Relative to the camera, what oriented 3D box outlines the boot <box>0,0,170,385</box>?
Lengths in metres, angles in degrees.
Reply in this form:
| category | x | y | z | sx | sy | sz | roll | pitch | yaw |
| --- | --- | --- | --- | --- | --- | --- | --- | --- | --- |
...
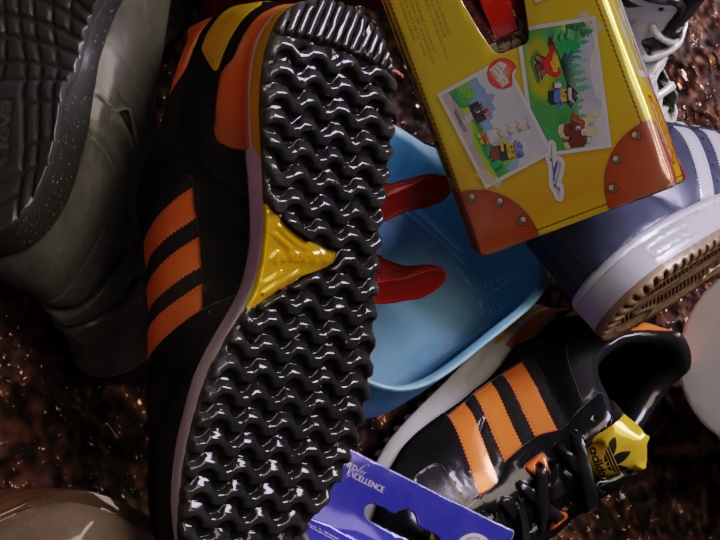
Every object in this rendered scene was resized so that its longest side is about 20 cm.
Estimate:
| category | x | y | z | sx | sy | sz | roll | pitch | yaw |
| --- | --- | --- | --- | --- | --- | --- | --- | --- | --- |
| boot | -0.095 | -0.067 | 0.820 | 0.131 | 0.067 | 0.201 | 53 | 49 | -57 |

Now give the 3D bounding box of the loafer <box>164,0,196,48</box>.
| category | x | y | z | sx | sy | sz | roll | pitch | yaw |
| --- | --- | --- | --- | --- | --- | --- | --- | --- | --- |
| loafer | -0.102 | -0.185 | 0.892 | 0.076 | 0.067 | 0.201 | 38 | 54 | -72 |

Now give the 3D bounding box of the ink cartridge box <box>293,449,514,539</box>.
| category | x | y | z | sx | sy | sz | roll | pitch | yaw |
| --- | --- | --- | --- | --- | --- | --- | --- | --- | --- |
| ink cartridge box | -0.006 | 0.171 | 0.798 | 0.094 | 0.037 | 0.201 | 28 | 70 | -20 |

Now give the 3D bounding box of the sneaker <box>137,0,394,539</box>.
| category | x | y | z | sx | sy | sz | roll | pitch | yaw |
| --- | --- | --- | --- | --- | --- | --- | --- | --- | --- |
| sneaker | -0.045 | 0.004 | 0.756 | 0.070 | 0.090 | 0.201 | 10 | 90 | -38 |

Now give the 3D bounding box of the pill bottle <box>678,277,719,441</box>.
| category | x | y | z | sx | sy | sz | roll | pitch | yaw |
| --- | --- | --- | --- | --- | --- | --- | --- | --- | --- |
| pill bottle | 0.229 | 0.056 | 1.000 | 0.200 | 0.111 | 0.112 | 19 | 58 | -52 |

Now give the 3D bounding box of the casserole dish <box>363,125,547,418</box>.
| category | x | y | z | sx | sy | sz | roll | pitch | yaw |
| --- | --- | --- | --- | --- | --- | --- | --- | --- | --- |
| casserole dish | 0.000 | 0.000 | 0.878 | 0.121 | 0.039 | 0.200 | 42 | 32 | 9 |

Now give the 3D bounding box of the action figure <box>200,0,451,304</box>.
| category | x | y | z | sx | sy | sz | roll | pitch | yaw |
| --- | --- | --- | --- | --- | --- | --- | --- | --- | --- |
| action figure | 0.000 | -0.072 | 0.862 | 0.099 | 0.066 | 0.200 | -15 | 41 | -23 |

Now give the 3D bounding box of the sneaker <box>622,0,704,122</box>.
| category | x | y | z | sx | sy | sz | roll | pitch | yaw |
| --- | --- | --- | --- | --- | --- | --- | --- | --- | --- |
| sneaker | 0.128 | -0.087 | 0.998 | 0.201 | 0.115 | 0.076 | 46 | 48 | -27 |

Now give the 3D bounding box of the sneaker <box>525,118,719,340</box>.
| category | x | y | z | sx | sy | sz | roll | pitch | yaw |
| --- | --- | --- | --- | --- | --- | --- | --- | --- | --- |
| sneaker | 0.132 | -0.047 | 0.961 | 0.109 | 0.070 | 0.200 | 47 | 39 | 15 |

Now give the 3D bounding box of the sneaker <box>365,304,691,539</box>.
| category | x | y | z | sx | sy | sz | roll | pitch | yaw |
| --- | --- | --- | --- | --- | --- | --- | --- | --- | --- |
| sneaker | 0.071 | 0.080 | 0.892 | 0.200 | 0.090 | 0.070 | -51 | 127 | -42 |

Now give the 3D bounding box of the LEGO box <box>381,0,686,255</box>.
| category | x | y | z | sx | sy | sz | roll | pitch | yaw |
| --- | --- | --- | --- | --- | --- | --- | --- | --- | --- |
| LEGO box | 0.052 | -0.114 | 0.809 | 0.149 | 0.077 | 0.201 | -19 | 89 | -79 |

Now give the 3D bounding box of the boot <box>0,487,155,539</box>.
| category | x | y | z | sx | sy | sz | roll | pitch | yaw |
| --- | --- | --- | --- | --- | --- | --- | --- | --- | --- |
| boot | -0.137 | 0.138 | 0.730 | 0.199 | 0.070 | 0.147 | 29 | 62 | -27 |
